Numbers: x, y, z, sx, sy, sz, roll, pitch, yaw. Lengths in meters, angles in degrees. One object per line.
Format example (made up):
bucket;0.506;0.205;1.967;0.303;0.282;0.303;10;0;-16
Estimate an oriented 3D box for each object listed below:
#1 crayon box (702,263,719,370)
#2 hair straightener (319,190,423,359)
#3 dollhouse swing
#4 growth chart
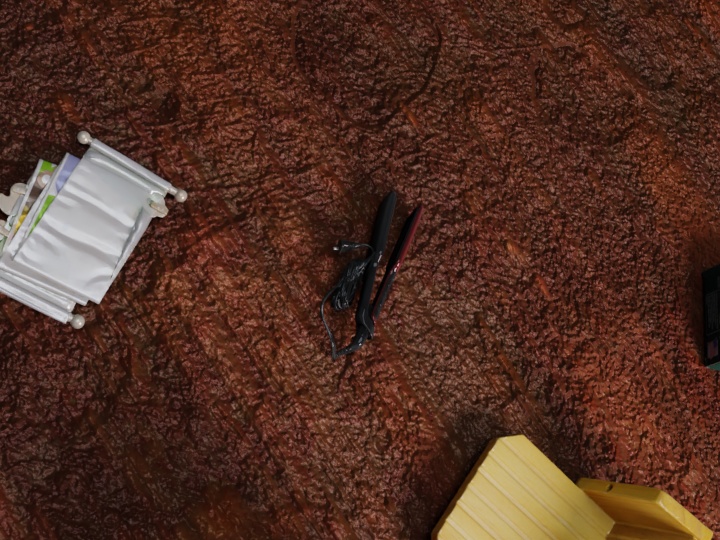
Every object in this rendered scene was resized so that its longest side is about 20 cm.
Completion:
crayon box;0.515;0.071;1.328;0.199;0.051;0.128;12;68;-18
hair straightener;0.000;0.000;1.156;0.077;0.041;0.201;28;69;-11
dollhouse swing;0.205;0.275;1.077;0.176;0.181;0.200;51;61;-22
growth chart;-0.280;-0.045;1.064;0.144;0.018;0.200;36;63;-7
